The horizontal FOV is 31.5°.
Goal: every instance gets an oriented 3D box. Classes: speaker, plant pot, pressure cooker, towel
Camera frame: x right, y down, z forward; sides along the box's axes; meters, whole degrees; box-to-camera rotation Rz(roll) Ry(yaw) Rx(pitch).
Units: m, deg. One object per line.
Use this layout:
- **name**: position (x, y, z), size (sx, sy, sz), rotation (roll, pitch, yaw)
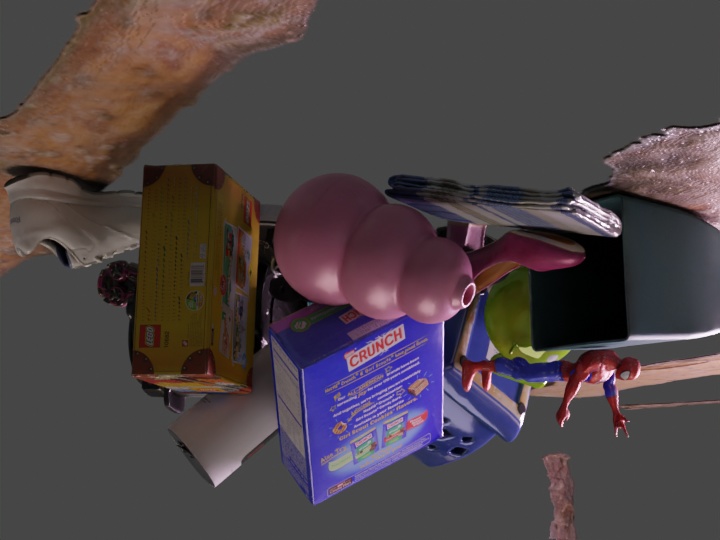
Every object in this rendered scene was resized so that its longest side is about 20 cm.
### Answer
- **speaker**: position (-0.103, 0.132, 1.331), size (0.199, 0.081, 0.081), rotation (-40, -179, -17)
- **plant pot**: position (0.295, 0.010, 1.335), size (0.198, 0.143, 0.141), rotation (4, 170, -34)
- **pressure cooker**: position (-0.173, 0.056, 1.463), size (0.197, 0.181, 0.176), rotation (-2, -153, 17)
- **towel**: position (0.139, -0.061, 1.216), size (0.198, 0.024, 0.146), rotation (7, 174, 31)
- **plant pot**: position (0.112, 0.110, 1.610), size (0.179, 0.202, 0.200), rotation (-18, 133, 43)

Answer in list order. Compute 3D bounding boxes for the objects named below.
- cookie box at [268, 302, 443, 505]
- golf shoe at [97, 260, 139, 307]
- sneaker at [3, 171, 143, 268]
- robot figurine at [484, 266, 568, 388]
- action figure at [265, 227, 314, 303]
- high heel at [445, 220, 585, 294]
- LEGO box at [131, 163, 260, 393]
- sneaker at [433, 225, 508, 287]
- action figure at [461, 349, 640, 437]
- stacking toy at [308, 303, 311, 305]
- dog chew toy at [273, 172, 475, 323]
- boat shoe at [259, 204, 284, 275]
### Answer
- **cookie box**: position (0.000, 0.113, 1.287), size (0.170, 0.075, 0.202), rotation (-24, 136, -24)
- **golf shoe**: position (-0.243, 0.023, 1.684), size (0.198, 0.074, 0.092), rotation (9, 179, 22)
- **sneaker**: position (-0.269, -0.041, 1.297), size (0.198, 0.088, 0.074), rotation (8, 166, -34)
- **robot figurine**: position (0.207, 0.044, 1.484), size (0.115, 0.177, 0.200), rotation (29, -165, 10)
- **action figure**: position (0.000, 0.000, 1.325), size (0.198, 0.132, 0.069), rotation (7, 177, -35)
- **high heel**: position (0.149, 0.005, 1.309), size (0.067, 0.097, 0.199), rotation (4, -175, -43)
- **LEGO box**: position (-0.156, 0.012, 1.244), size (0.076, 0.203, 0.149), rotation (-1, 168, 12)
- **sneaker**: position (0.078, -0.016, 1.443), size (0.197, 0.075, 0.080), rotation (3, -175, 21)
- **action figure**: position (0.207, 0.133, 1.349), size (0.198, 0.100, 0.065), rotation (-11, 172, 37)
- **stacking toy**: position (-0.019, 0.013, 1.569), size (0.197, 0.087, 0.085), rotation (-3, 169, 3)
- **dog chew toy**: position (0.016, -0.013, 1.180), size (0.198, 0.126, 0.124), rotation (23, 180, 29)
- **boat shoe**: position (-0.074, -0.027, 1.366), size (0.197, 0.072, 0.072), rotation (4, 170, -4)
